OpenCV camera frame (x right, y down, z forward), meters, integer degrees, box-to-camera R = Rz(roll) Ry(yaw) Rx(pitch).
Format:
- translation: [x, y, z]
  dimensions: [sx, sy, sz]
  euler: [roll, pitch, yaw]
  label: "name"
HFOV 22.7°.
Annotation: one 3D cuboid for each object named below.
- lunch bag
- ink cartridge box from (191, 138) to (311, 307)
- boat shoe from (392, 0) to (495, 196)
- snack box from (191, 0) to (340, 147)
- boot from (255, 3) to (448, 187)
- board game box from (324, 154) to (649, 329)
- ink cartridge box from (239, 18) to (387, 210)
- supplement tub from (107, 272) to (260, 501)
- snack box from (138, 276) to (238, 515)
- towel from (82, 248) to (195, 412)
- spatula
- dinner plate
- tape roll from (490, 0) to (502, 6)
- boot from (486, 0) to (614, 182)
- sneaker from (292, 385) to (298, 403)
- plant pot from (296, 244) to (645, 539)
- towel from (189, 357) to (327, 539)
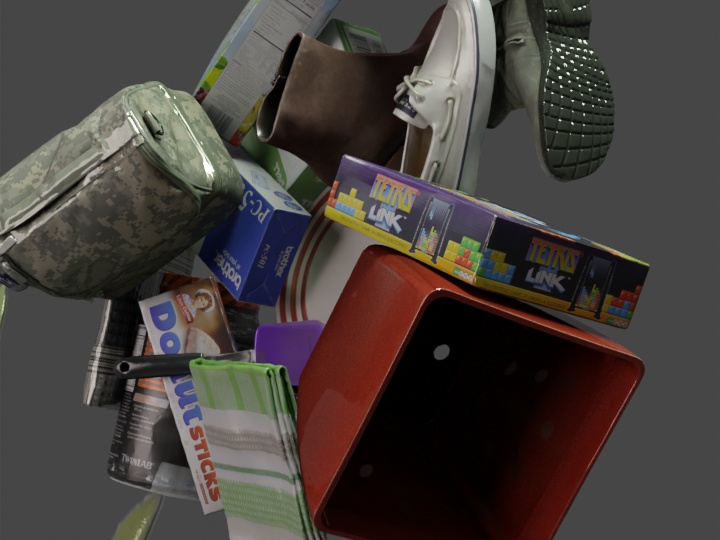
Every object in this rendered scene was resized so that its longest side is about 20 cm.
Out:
- translation: [-0.226, -0.068, 1.563]
  dimensions: [0.199, 0.168, 0.140]
  euler: [-34, 76, 15]
  label: "lunch bag"
- translation: [-0.121, -0.055, 1.661]
  dimensions: [0.200, 0.044, 0.095]
  euler: [45, 117, 49]
  label: "ink cartridge box"
- translation: [0.062, -0.136, 1.479]
  dimensions: [0.071, 0.069, 0.202]
  euler: [-137, 52, -63]
  label: "boat shoe"
- translation: [-0.075, -0.234, 1.675]
  dimensions: [0.200, 0.067, 0.169]
  euler: [-54, 10, 24]
  label: "snack box"
- translation: [0.011, -0.164, 1.512]
  dimensions: [0.072, 0.166, 0.201]
  euler: [16, 80, 50]
  label: "boot"
- translation: [0.094, -0.024, 1.371]
  dimensions: [0.200, 0.165, 0.057]
  euler: [26, 97, 52]
  label: "board game box"
- translation: [-0.044, -0.124, 1.666]
  dimensions: [0.200, 0.059, 0.104]
  euler: [-49, 44, 33]
  label: "ink cartridge box"
- translation: [-0.160, 0.110, 1.684]
  dimensions: [0.122, 0.122, 0.202]
  euler: [8, 84, 52]
  label: "supplement tub"
- translation: [-0.135, 0.112, 1.608]
  dimensions: [0.071, 0.024, 0.201]
  euler: [-18, 85, 4]
  label: "snack box"
- translation: [-0.215, 0.043, 1.745]
  dimensions: [0.034, 0.200, 0.194]
  euler: [11, 85, 12]
  label: "towel"
- translation: [-0.125, 0.080, 1.576]
  dimensions: [0.198, 0.021, 0.057]
  euler: [-7, 80, 17]
  label: "spatula"
- translation: [0.000, 0.000, 1.583]
  dimensions: [0.199, 0.024, 0.201]
  euler: [-25, 52, 37]
  label: "dinner plate"
- translation: [0.085, -0.337, 1.512]
  dimensions: [0.202, 0.139, 0.204]
  euler: [-20, 63, 46]
  label: "tape roll"
- translation: [0.139, -0.144, 1.456]
  dimensions: [0.131, 0.067, 0.201]
  euler: [-38, 49, 54]
  label: "boot"
- translation: [-0.061, 0.124, 1.576]
  dimensions: [0.079, 0.095, 0.200]
  euler: [-61, 38, 22]
  label: "sneaker"
- translation: [0.059, 0.089, 1.367]
  dimensions: [0.201, 0.199, 0.176]
  euler: [-63, 30, 14]
  label: "plant pot"
- translation: [-0.089, 0.175, 1.517]
  dimensions: [0.149, 0.031, 0.201]
  euler: [-2, 104, 54]
  label: "towel"
